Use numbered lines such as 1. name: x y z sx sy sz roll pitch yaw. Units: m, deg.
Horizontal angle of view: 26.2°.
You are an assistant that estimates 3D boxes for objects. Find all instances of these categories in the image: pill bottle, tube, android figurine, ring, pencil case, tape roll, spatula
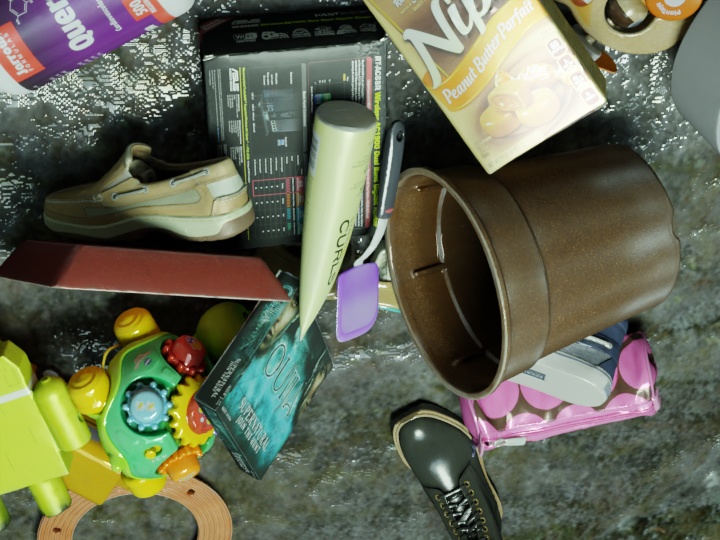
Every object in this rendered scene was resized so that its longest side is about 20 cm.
1. pill bottle: -0.230 -0.204 1.154 0.199 0.113 0.113 -26 129 9
2. tube: -0.025 -0.042 1.281 0.058 0.052 0.201 -13 130 -32
3. android figurine: -0.334 0.140 1.369 0.181 0.041 0.201 -16 115 6
4. ring: -0.232 0.270 1.598 0.199 0.019 0.201 -7 130 -8
5. pencil case: 0.196 0.122 1.521 0.199 0.094 0.091 -14 130 -2
6. tape roll: 0.357 -0.181 1.285 0.199 0.066 0.201 -23 144 -18
7. spatula: 0.013 -0.034 1.311 0.056 0.020 0.201 -18 131 -47

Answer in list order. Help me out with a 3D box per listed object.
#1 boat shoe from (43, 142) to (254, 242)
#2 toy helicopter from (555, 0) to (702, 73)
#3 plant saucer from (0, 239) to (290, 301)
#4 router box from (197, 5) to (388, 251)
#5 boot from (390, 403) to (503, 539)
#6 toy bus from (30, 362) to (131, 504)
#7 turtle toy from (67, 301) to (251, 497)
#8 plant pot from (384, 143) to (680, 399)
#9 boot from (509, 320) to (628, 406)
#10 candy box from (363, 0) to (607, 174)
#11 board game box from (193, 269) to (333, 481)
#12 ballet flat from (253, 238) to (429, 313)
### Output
1. boat shoe: -0.180 -0.070 1.276 0.199 0.072 0.077 -1 116 24
2. toy helicopter: 0.174 -0.225 1.263 0.199 0.079 0.133 13 132 -8
3. plant saucer: -0.184 -0.002 1.287 0.198 0.200 0.037 4 91 -27
4. router box: -0.055 -0.117 1.294 0.149 0.062 0.201 -5 129 -7
5. boot: 0.104 0.239 1.566 0.077 0.139 0.200 -30 127 13
6. toy bus: -0.273 0.152 1.442 0.199 0.078 0.065 31 118 -14
7. turtle toy: -0.162 0.105 1.391 0.101 0.200 0.146 4 134 35
8. plant pot: 0.152 -0.015 1.332 0.197 0.200 0.201 -17 133 -24
9. boot: 0.153 0.054 1.480 0.199 0.091 0.073 22 150 3
10. candy box: 0.094 -0.190 1.226 0.115 0.055 0.200 -31 109 21
11. board game box: -0.081 0.097 1.383 0.136 0.028 0.200 -57 161 -17
12. ballet flat: 0.000 0.000 1.401 0.199 0.069 0.063 6 113 -18
